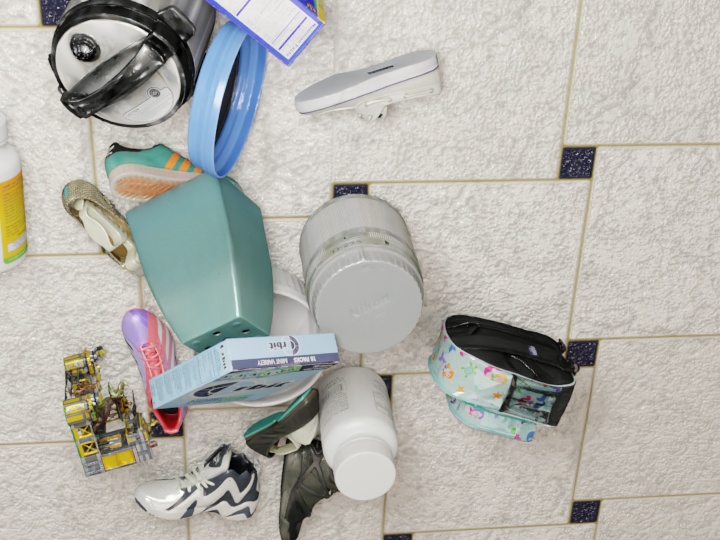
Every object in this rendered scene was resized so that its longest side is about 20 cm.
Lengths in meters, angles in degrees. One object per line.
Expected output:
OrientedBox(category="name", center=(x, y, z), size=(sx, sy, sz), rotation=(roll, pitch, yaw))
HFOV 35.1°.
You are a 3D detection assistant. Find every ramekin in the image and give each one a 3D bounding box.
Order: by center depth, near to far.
OrientedBox(category="ramekin", center=(-0.147, 0.087, 1.648), size=(0.199, 0.105, 0.201), rotation=(-3, 121, -6))

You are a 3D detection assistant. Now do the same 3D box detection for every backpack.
OrientedBox(category="backpack", center=(0.198, 0.152, 1.693), size=(0.199, 0.178, 0.151), rotation=(20, 110, -14))

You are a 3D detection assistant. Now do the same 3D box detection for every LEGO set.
OrientedBox(category="LEGO set", center=(-0.355, 0.195, 1.637), size=(0.115, 0.200, 0.155), rotation=(-14, 108, -8))

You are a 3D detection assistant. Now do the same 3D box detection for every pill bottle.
OrientedBox(category="pill bottle", center=(-0.498, -0.105, 1.486), size=(0.110, 0.111, 0.201), rotation=(1, 119, -8))
OrientedBox(category="pill bottle", center=(-0.003, 0.244, 1.702), size=(0.114, 0.200, 0.115), rotation=(-3, 120, -5))

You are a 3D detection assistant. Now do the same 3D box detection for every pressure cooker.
OrientedBox(category="pressure cooker", center=(-0.274, -0.269, 1.353), size=(0.178, 0.201, 0.176), rotation=(11, 136, -1))

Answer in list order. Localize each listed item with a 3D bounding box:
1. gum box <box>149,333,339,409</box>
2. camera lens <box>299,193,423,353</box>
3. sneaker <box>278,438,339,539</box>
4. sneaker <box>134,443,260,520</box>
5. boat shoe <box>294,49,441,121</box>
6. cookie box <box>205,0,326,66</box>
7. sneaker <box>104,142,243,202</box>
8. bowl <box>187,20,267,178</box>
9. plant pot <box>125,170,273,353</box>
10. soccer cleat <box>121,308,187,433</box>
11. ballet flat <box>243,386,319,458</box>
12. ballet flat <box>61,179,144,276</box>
OrientedBox(category="gum box", center=(-0.154, 0.132, 1.490), size=(0.169, 0.045, 0.200), rotation=(0, 162, -40))
OrientedBox(category="camera lens", center=(0.000, 0.000, 1.563), size=(0.159, 0.200, 0.161), rotation=(-3, 120, -6))
OrientedBox(category="sneaker", center=(-0.075, 0.359, 1.829), size=(0.114, 0.076, 0.200), rotation=(8, 113, -5))
OrientedBox(category="sneaker", center=(-0.247, 0.322, 1.783), size=(0.198, 0.080, 0.130), rotation=(11, 116, -14))
OrientedBox(category="boat shoe", center=(0.013, -0.231, 1.513), size=(0.199, 0.071, 0.070), rotation=(-19, 118, -5))
OrientedBox(category="cookie box", center=(-0.141, -0.359, 1.358), size=(0.200, 0.171, 0.075), rotation=(36, 112, -25))
OrientedBox(category="sneaker", center=(-0.249, -0.131, 1.533), size=(0.199, 0.080, 0.071), rotation=(10, 136, -37))
OrientedBox(category="bowl", center=(-0.167, -0.217, 1.425), size=(0.039, 0.201, 0.202), rotation=(17, 118, 5))
OrientedBox(category="plant pot", center=(-0.198, 0.004, 1.498), size=(0.141, 0.201, 0.141), rotation=(-24, 152, 13))
OrientedBox(category="soccer cleat", center=(-0.300, 0.148, 1.677), size=(0.066, 0.077, 0.201), rotation=(-14, 121, 0))
OrientedBox(category="ballet flat", center=(-0.104, 0.235, 1.725), size=(0.068, 0.068, 0.200), rotation=(47, 139, -5))
OrientedBox(category="ballet flat", center=(-0.334, -0.042, 1.565), size=(0.068, 0.075, 0.200), rotation=(-39, 118, 13))
